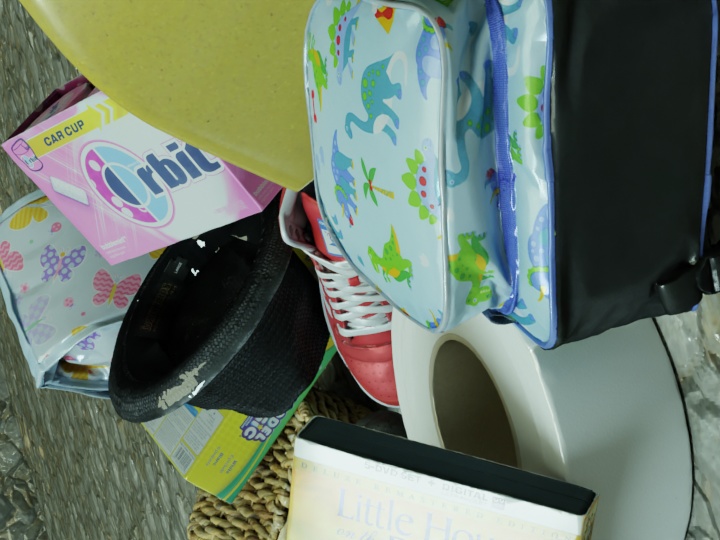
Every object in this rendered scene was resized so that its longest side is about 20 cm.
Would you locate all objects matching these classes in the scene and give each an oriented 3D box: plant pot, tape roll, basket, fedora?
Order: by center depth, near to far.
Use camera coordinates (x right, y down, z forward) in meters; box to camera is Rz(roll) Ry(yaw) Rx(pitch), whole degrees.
[{"bbox_3d":[-0.084,-0.190,0.864,0.194,0.200,0.196,-48,50,26],"label":"plant pot"},{"bbox_3d":[0.089,0.075,0.884,0.202,0.071,0.202,166,90,-71],"label":"tape roll"},{"bbox_3d":[-0.076,0.035,1.089,0.092,0.201,0.201,38,174,-24],"label":"fedora"},{"bbox_3d":[-0.020,0.166,1.249,0.200,0.149,0.143,-4,67,70],"label":"basket"}]

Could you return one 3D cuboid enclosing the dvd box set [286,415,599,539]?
[{"bbox_3d":[0.031,0.180,0.827,0.146,0.029,0.200,14,115,17],"label":"dvd box set"}]

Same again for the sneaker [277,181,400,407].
[{"bbox_3d":[0.000,0.000,1.005,0.112,0.071,0.200,-70,-32,-75],"label":"sneaker"}]

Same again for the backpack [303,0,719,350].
[{"bbox_3d":[0.056,-0.073,0.760,0.200,0.147,0.183,-140,43,-63],"label":"backpack"}]

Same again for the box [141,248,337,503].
[{"bbox_3d":[-0.070,0.053,1.203,0.200,0.048,0.117,-57,29,2],"label":"box"}]

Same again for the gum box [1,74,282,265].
[{"bbox_3d":[-0.130,-0.081,1.086,0.114,0.066,0.200,50,144,-19],"label":"gum box"}]

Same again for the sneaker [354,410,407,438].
[{"bbox_3d":[0.066,0.173,1.029,0.200,0.076,0.116,65,155,-1],"label":"sneaker"}]

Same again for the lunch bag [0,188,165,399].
[{"bbox_3d":[-0.198,0.009,1.413,0.127,0.200,0.170,99,148,-48],"label":"lunch bag"}]
